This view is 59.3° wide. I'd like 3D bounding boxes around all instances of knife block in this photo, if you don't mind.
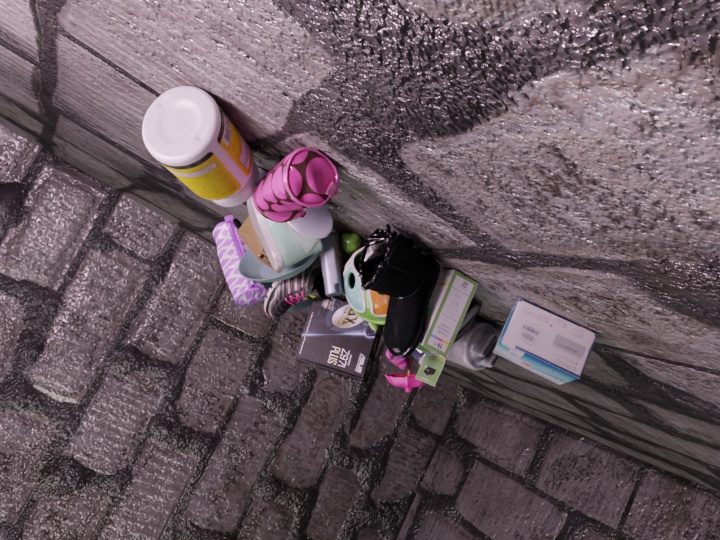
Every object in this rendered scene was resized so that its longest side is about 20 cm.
[{"bbox_3d":[-0.217,-0.071,1.336,0.174,0.202,0.064,-23,136,39],"label":"knife block"}]

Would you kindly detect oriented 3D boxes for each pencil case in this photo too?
[{"bbox_3d":[-0.095,-0.121,0.943,0.093,0.091,0.200,38,167,-15],"label":"pencil case"},{"bbox_3d":[-0.271,-0.017,1.420,0.086,0.083,0.202,103,145,-61],"label":"pencil case"}]

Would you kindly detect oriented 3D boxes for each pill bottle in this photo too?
[{"bbox_3d":[-0.227,-0.173,0.941,0.113,0.115,0.200,24,170,16],"label":"pill bottle"}]

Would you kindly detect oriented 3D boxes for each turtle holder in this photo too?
[{"bbox_3d":[0.032,0.005,1.218,0.139,0.187,0.132,-10,143,13],"label":"turtle holder"}]

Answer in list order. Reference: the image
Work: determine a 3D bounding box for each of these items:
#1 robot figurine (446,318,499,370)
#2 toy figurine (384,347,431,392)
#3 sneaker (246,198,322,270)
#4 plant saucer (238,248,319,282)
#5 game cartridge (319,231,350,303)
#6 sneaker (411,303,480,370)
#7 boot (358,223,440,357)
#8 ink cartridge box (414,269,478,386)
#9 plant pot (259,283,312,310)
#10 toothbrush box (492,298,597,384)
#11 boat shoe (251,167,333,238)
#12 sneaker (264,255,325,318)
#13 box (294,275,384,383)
[{"bbox_3d":[0.244,0.166,1.494,0.199,0.113,0.170,15,148,54],"label":"robot figurine"},{"bbox_3d":[0.106,0.158,1.351,0.149,0.185,0.200,-13,129,41],"label":"toy figurine"},{"bbox_3d":[-0.143,-0.103,1.205,0.202,0.117,0.074,64,161,19],"label":"sneaker"},{"bbox_3d":[-0.161,-0.027,1.344,0.200,0.201,0.039,18,139,46],"label":"plant saucer"},{"bbox_3d":[-0.044,-0.007,1.297,0.040,0.135,0.200,-6,170,10],"label":"game cartridge"},{"bbox_3d":[0.144,0.091,1.289,0.146,0.202,0.077,41,141,19],"label":"sneaker"},{"bbox_3d":[0.055,0.036,1.066,0.073,0.201,0.162,15,173,40],"label":"boot"},{"bbox_3d":[0.133,0.101,1.158,0.059,0.202,0.104,26,172,-15],"label":"ink cartridge box"},{"bbox_3d":[-0.169,-0.026,1.490,0.198,0.200,0.136,23,139,23],"label":"plant pot"},{"bbox_3d":[0.328,0.134,1.155,0.145,0.086,0.200,25,173,12],"label":"toothbrush box"},{"bbox_3d":[-0.131,-0.123,1.137,0.199,0.074,0.065,37,177,7],"label":"boat shoe"},{"bbox_3d":[-0.125,0.040,1.374,0.088,0.200,0.074,48,-178,34],"label":"sneaker"},{"bbox_3d":[-0.036,0.131,1.417,0.162,0.202,0.086,16,169,12],"label":"box"}]
